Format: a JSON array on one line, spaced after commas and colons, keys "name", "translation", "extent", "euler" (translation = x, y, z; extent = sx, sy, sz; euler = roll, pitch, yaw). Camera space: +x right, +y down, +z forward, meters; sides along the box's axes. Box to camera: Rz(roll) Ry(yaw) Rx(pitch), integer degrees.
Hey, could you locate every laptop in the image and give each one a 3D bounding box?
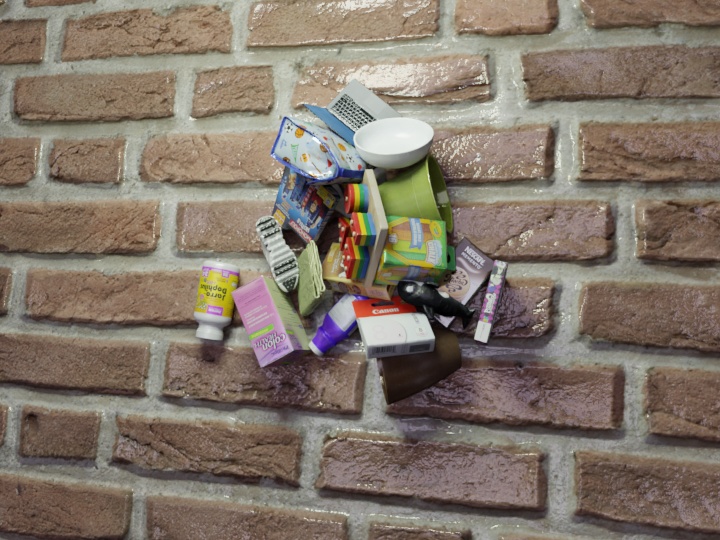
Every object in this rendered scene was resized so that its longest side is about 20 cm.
[{"name": "laptop", "translation": [-0.017, -0.424, 1.502], "extent": [0.187, 0.116, 0.200], "euler": [40, 79, 13]}]

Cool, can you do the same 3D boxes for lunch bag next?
[{"name": "lunch bag", "translation": [-0.091, -0.273, 1.376], "extent": [0.198, 0.169, 0.126], "euler": [32, 111, 20]}]

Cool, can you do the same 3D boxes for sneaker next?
[{"name": "sneaker", "translation": [-0.218, -0.039, 1.486], "extent": [0.074, 0.081, 0.204], "euler": [-18, 83, -20]}]

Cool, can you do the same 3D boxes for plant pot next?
[{"name": "plant pot", "translation": [0.117, -0.169, 1.433], "extent": [0.186, 0.199, 0.205], "euler": [-14, 79, 20]}, {"name": "plant pot", "translation": [0.140, 0.210, 1.377], "extent": [0.195, 0.187, 0.192], "euler": [-12, 79, -3]}]

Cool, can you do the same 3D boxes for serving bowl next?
[{"name": "serving bowl", "translation": [0.082, -0.303, 1.389], "extent": [0.194, 0.067, 0.202], "euler": [-4, 37, 3]}]

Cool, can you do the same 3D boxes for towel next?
[{"name": "towel", "translation": [-0.130, 0.026, 1.440], "extent": [0.036, 0.200, 0.152], "euler": [-3, 71, -20]}]

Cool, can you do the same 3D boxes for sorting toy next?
[{"name": "sorting toy", "translation": [-0.005, -0.099, 1.349], "extent": [0.068, 0.202, 0.202], "euler": [0, 49, -14]}]

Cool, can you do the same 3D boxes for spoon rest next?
[{"name": "spoon rest", "translation": [-0.063, -0.170, 1.516], "extent": [0.060, 0.099, 0.205], "euler": [-19, 89, -25]}]

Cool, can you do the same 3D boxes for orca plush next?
[{"name": "orca plush", "translation": [0.171, 0.093, 1.326], "extent": [0.198, 0.105, 0.072], "euler": [32, 56, -18]}]

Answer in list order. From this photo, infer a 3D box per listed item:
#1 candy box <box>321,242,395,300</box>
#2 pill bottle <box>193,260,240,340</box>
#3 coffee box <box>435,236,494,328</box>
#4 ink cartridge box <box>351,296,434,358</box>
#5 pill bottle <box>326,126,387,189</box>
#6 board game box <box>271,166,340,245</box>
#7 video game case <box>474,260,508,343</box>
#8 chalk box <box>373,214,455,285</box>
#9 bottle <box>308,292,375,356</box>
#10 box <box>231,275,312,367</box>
[{"name": "candy box", "translation": [0.000, 0.000, 1.446], "extent": [0.195, 0.056, 0.117], "euler": [9, 56, 24]}, {"name": "pill bottle", "translation": [-0.391, 0.082, 1.528], "extent": [0.101, 0.104, 0.206], "euler": [7, 83, 12]}, {"name": "coffee box", "translation": [0.238, 0.032, 1.419], "extent": [0.112, 0.080, 0.201], "euler": [39, 91, 15]}, {"name": "ink cartridge box", "translation": [0.071, 0.114, 1.329], "extent": [0.158, 0.058, 0.202], "euler": [-5, 42, -11]}, {"name": "pill bottle", "translation": [-0.032, -0.285, 1.504], "extent": [0.113, 0.112, 0.200], "euler": [-46, 76, 2]}, {"name": "board game box", "translation": [-0.155, -0.164, 1.492], "extent": [0.200, 0.061, 0.202], "euler": [45, 118, 26]}, {"name": "video game case", "translation": [0.309, 0.083, 1.337], "extent": [0.035, 0.200, 0.186], "euler": [14, 85, 14]}, {"name": "chalk box", "translation": [0.136, -0.040, 1.342], "extent": [0.194, 0.124, 0.127], "euler": [4, 66, -10]}, {"name": "bottle", "translation": [-0.052, 0.135, 1.470], "extent": [0.200, 0.065, 0.083], "euler": [-48, 65, 2]}, {"name": "box", "translation": [-0.223, 0.134, 1.449], "extent": [0.095, 0.176, 0.203], "euler": [-27, 78, 6]}]
